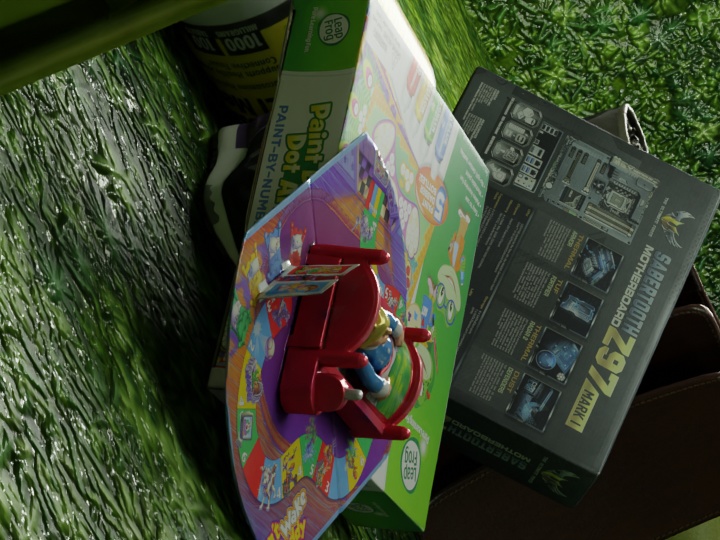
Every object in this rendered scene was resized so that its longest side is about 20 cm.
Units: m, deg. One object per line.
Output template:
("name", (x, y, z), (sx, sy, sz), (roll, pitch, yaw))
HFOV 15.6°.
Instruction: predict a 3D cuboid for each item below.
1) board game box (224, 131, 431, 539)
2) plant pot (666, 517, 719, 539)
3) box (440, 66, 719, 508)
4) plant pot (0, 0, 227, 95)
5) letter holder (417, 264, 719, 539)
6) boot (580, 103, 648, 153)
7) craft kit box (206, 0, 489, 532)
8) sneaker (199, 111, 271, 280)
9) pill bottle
("board game box", (0.001, 0.036, 1.138), (0.200, 0.039, 0.159), (-43, 132, -59))
("plant pot", (0.178, 0.159, 1.765), (0.200, 0.199, 0.194), (-18, 96, -81))
("box", (0.089, 0.007, 1.420), (0.201, 0.157, 0.051), (-63, 179, -30))
("plant pot", (-0.119, -0.166, 0.791), (0.182, 0.199, 0.200), (60, 8, -67))
("letter holder", (0.118, 0.084, 1.487), (0.143, 0.199, 0.101), (62, 10, -20))
("boot", (0.080, -0.054, 1.622), (0.182, 0.199, 0.073), (-73, 138, -77))
("craft kit box", (0.000, 0.000, 1.243), (0.200, 0.048, 0.199), (49, 51, -60))
("sneaker", (-0.027, -0.040, 1.319), (0.200, 0.087, 0.076), (-96, 160, -63))
("pill bottle", (-0.026, -0.118, 1.453), (0.200, 0.112, 0.113), (58, 12, -41))
